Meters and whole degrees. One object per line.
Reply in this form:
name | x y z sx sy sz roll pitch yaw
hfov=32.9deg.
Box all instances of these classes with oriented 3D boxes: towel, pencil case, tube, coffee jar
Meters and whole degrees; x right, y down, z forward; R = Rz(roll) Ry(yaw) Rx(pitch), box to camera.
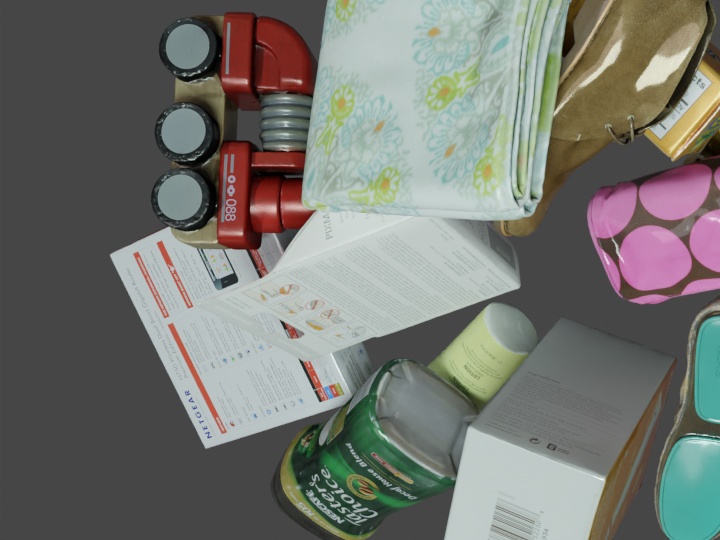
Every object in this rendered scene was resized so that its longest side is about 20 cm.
towel | 0.042 -0.121 0.780 0.199 0.048 0.173 5 83 45
pencil case | 0.254 -0.031 0.796 0.199 0.091 0.094 -11 110 34
tube | 0.071 0.105 1.003 0.200 0.052 0.058 -51 43 40
coffee jar | 0.007 0.155 0.994 0.104 0.086 0.200 35 141 -9

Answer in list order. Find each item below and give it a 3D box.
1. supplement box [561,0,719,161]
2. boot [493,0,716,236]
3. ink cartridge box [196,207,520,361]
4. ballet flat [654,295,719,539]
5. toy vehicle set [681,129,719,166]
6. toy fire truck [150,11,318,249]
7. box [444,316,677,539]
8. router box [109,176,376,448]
supplement box | 0.167 -0.166 0.818 0.200 0.066 0.069 49 122 13
boot | 0.149 -0.096 0.767 0.075 0.074 0.201 34 115 15
ink cartridge box | 0.000 0.000 0.921 0.199 0.161 0.050 -19 61 24
ballet flat | 0.260 0.106 0.888 0.068 0.067 0.201 15 116 16
toy vehicle set | 0.321 -0.047 0.819 0.199 0.026 0.125 35 122 12
toy fire truck | -0.052 -0.106 0.930 0.198 0.129 0.177 2 85 7
box | 0.146 0.137 0.881 0.097 0.200 0.125 19 118 21
router box | -0.104 0.039 1.070 0.179 0.049 0.201 -20 99 33
